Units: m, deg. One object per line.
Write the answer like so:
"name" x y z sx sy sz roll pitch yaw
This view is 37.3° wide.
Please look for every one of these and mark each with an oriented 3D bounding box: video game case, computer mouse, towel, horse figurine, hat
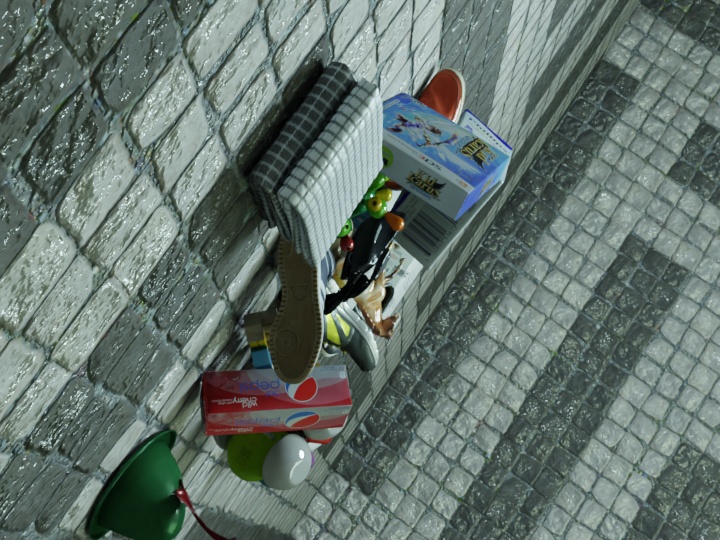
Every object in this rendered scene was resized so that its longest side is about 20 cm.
"video game case" 0.091 -0.158 1.419 0.046 0.180 0.200 -61 169 29
"computer mouse" 0.012 -0.032 1.493 0.201 0.046 0.140 -54 -168 -30
"towel" -0.045 -0.117 1.184 0.167 0.085 0.200 -57 169 -13
"horse figurine" 0.000 0.000 1.602 0.050 0.199 0.134 6 -117 51
"hat" -0.228 0.320 1.346 0.167 0.175 0.200 -58 170 11

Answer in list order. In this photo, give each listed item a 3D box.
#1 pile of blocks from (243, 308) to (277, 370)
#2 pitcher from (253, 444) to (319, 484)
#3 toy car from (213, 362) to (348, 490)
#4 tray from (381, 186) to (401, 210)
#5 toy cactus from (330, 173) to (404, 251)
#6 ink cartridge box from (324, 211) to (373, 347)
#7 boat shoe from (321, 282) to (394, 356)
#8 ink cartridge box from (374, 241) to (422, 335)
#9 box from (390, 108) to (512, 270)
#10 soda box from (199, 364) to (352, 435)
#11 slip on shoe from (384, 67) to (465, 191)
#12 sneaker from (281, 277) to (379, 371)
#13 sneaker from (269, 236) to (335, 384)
"pile of blocks" -0.117 0.110 1.468 0.061 0.084 0.200 -12 162 -3
"pitcher" -0.127 0.254 1.866 0.199 0.120 0.174 -30 138 -45
"toy car" -0.109 0.237 1.590 0.201 0.174 0.151 -51 143 -17
"tray" 0.056 -0.141 1.764 0.107 0.022 0.202 -48 166 -47
"toy cactus" -0.005 -0.080 1.475 0.165 0.101 0.201 -47 -165 37
"ink cartridge box" -0.027 0.011 1.690 0.201 0.067 0.115 -55 169 -16
"boat shoe" -0.005 0.078 1.788 0.061 0.076 0.200 -11 -164 36
"ink cartridge box" 0.049 0.012 2.016 0.202 0.082 0.147 -56 170 -5
"box" 0.138 -0.130 1.665 0.185 0.104 0.200 -50 -176 23
"soda box" -0.114 0.174 1.434 0.070 0.196 0.064 110 -27 -54
"slip on shoe" 0.090 -0.212 1.588 0.202 0.074 0.061 -57 158 3
"sneaker" -0.048 0.080 1.575 0.084 0.201 0.074 -40 -158 -13
"sneaker" -0.074 0.043 1.402 0.108 0.069 0.204 -5 98 -82
